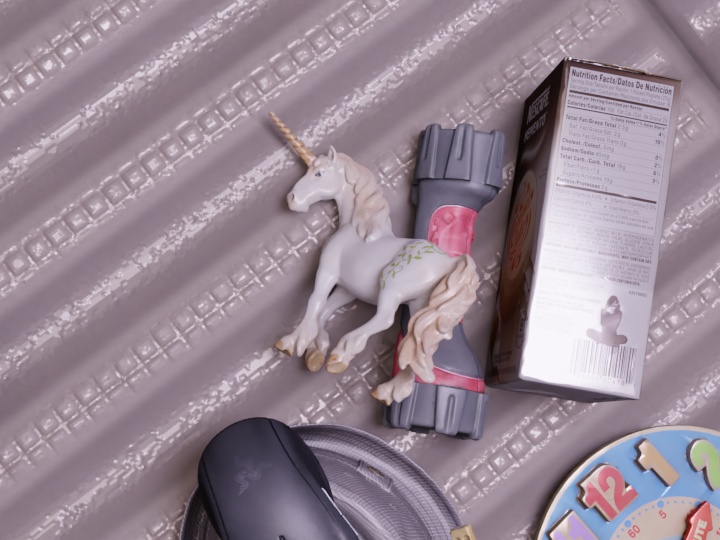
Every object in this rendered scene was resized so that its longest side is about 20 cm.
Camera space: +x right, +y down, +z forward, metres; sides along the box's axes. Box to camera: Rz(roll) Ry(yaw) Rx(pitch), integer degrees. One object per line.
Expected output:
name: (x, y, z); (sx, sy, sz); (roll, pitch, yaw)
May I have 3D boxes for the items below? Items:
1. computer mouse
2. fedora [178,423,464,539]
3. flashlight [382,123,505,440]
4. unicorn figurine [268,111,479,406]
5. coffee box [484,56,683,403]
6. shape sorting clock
computer mouse: (-0.005, 0.163, 0.775); (0.140, 0.046, 0.200); (-24, 78, 0)
fedora: (-0.017, 0.188, 0.842); (0.200, 0.090, 0.177); (45, 81, -1)
flashlight: (0.060, 0.007, 0.883); (0.068, 0.068, 0.200); (11, 83, -9)
unicorn figurine: (0.000, 0.000, 0.858); (0.200, 0.074, 0.137); (23, 80, 35)
coffee box: (0.140, -0.020, 0.872); (0.080, 0.114, 0.200); (10, 82, -5)
shape sorting clock: (0.208, 0.201, 0.893); (0.200, 0.039, 0.200); (1, 84, -6)
